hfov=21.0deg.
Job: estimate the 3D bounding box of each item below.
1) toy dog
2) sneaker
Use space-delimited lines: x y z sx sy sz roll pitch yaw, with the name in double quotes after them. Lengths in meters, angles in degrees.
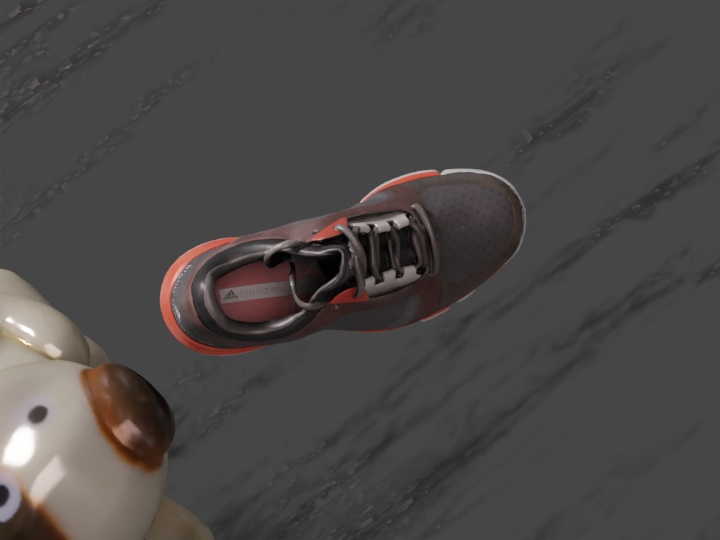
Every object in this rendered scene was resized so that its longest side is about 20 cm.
-0.151 0.094 0.889 0.194 0.200 0.140 43 80 -8 "toy dog"
0.000 0.000 0.989 0.199 0.082 0.078 -19 93 -13 "sneaker"
